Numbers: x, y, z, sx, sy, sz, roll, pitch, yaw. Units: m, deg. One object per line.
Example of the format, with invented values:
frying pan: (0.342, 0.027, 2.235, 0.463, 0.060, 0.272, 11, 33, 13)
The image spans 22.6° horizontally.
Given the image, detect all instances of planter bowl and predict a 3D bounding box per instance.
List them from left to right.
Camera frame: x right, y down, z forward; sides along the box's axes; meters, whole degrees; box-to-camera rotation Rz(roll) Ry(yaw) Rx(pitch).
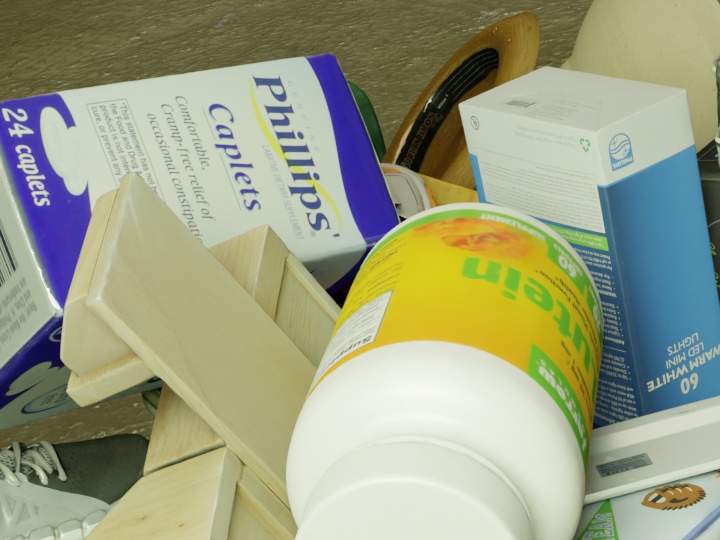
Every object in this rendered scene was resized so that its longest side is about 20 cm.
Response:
planter bowl: (0.213, -0.119, 1.177, 0.135, 0.200, 0.200, -33, 12, 25)

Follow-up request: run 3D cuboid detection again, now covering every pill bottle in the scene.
pill bottle: (0.033, 0.062, 0.692, 0.111, 0.111, 0.200, -8, 24, 14)

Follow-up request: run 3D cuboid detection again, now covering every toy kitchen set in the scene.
toy kitchen set: (-0.119, 0.074, 0.736, 0.180, 0.163, 0.200, -21, 37, 26)

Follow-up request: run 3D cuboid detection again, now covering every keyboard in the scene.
keyboard: (0.110, 0.081, 0.761, 0.199, 0.011, 0.056, -15, 22, -1)

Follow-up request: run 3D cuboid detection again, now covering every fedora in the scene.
fedora: (0.083, -0.077, 1.216, 0.201, 0.082, 0.201, -49, 19, 23)

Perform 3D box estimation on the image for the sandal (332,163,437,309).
sandal: (0.006, -0.005, 0.955, 0.079, 0.059, 0.207, -45, 34, 14)

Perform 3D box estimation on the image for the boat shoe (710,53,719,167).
boat shoe: (0.215, -0.108, 0.874, 0.070, 0.064, 0.200, -6, 22, 26)

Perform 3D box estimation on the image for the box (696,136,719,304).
box: (0.262, -0.016, 0.910, 0.124, 0.149, 0.200, 5, 28, 39)

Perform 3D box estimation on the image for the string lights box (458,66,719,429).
string lights box: (0.116, 0.011, 0.858, 0.059, 0.201, 0.103, -25, 25, -27)

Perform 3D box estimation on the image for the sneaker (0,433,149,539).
sneaker: (-0.200, 0.103, 0.933, 0.200, 0.116, 0.075, -25, 23, -28)

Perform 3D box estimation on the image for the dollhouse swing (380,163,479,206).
dollhouse swing: (0.065, 0.051, 1.021, 0.181, 0.176, 0.200, 23, -1, -34)

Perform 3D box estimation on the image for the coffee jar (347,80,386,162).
coffee jar: (-0.068, -0.057, 1.273, 0.085, 0.105, 0.200, 1, 26, 39)

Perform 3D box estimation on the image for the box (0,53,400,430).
box: (-0.113, -0.009, 0.892, 0.199, 0.105, 0.184, -14, -15, -37)

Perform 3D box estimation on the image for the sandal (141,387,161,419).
sandal: (-0.073, 0.094, 0.965, 0.079, 0.058, 0.201, -6, 13, -10)

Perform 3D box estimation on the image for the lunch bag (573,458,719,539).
lunch bag: (0.063, 0.140, 0.744, 0.200, 0.076, 0.160, -28, 23, -35)
